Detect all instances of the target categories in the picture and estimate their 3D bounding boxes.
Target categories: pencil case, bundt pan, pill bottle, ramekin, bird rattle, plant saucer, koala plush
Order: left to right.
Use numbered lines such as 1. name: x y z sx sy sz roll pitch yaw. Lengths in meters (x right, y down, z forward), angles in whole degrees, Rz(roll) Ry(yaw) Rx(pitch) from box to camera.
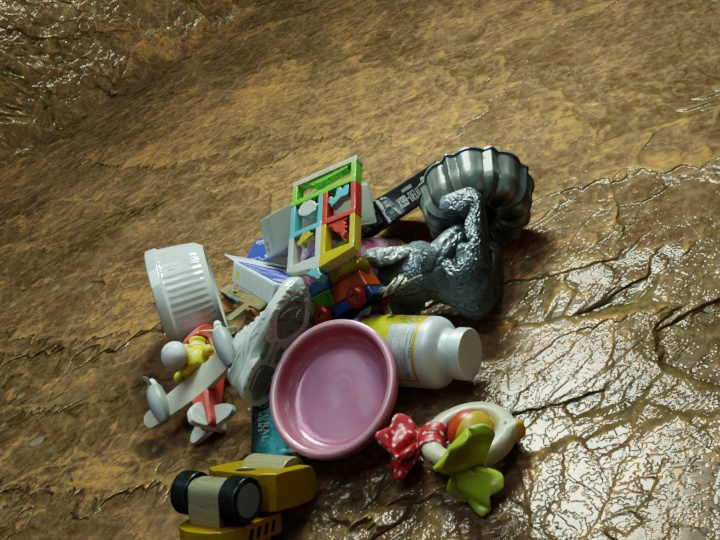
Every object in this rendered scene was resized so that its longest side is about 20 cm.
1. ramekin: -0.310 0.047 1.732 0.103 0.203 0.201 -17 30 -6
2. plant saucer: -0.033 0.172 1.361 0.197 0.051 0.204 -12 61 22
3. pencil case: -0.012 -0.016 1.608 0.197 0.089 0.087 0 16 -33
4. pill bottle: 0.077 0.119 1.411 0.197 0.105 0.105 0 39 36
5. koala plush: 0.111 0.000 1.506 0.196 0.179 0.186 -10 44 19
6. bird rattle: 0.126 0.230 1.253 0.161 0.115 0.199 -28 15 -26
7. bundt pan: 0.193 -0.103 1.577 0.198 0.203 0.077 -17 43 15

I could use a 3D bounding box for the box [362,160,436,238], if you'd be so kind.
1. box: 0.049 -0.108 1.718 0.199 0.050 0.157 -35 1 -43

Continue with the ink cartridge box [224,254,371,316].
1. ink cartridge box: -0.112 0.031 1.626 0.199 0.195 0.048 22 99 54

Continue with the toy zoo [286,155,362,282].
1. toy zoo: -0.055 -0.070 1.474 0.129 0.020 0.203 -20 52 30

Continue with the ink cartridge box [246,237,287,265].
1. ink cartridge box: -0.123 -0.039 1.858 0.196 0.045 0.095 -13 32 23

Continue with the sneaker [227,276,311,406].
1. sneaker: -0.149 0.095 1.449 0.099 0.078 0.203 21 81 45

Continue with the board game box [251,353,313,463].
1. board game box: -0.100 0.193 1.439 0.133 0.028 0.203 -16 54 17

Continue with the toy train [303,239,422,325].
1. toy train: 0.000 0.000 1.455 0.198 0.118 0.084 -31 -16 31

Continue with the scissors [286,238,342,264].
1. scissors: -0.055 -0.031 1.689 0.198 0.072 0.014 -25 59 45

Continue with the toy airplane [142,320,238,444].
1. toy airplane: -0.268 0.174 1.552 0.198 0.141 0.202 3 58 55

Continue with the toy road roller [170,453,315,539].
1. toy road roller: -0.155 0.334 1.282 0.121 0.149 0.199 -3 0 34

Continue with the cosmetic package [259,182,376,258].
1. cosmetic package: -0.075 -0.084 1.636 0.104 0.073 0.199 -8 -9 -39

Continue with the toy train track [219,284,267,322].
1. toy train track: -0.212 0.061 1.793 0.114 0.033 0.199 -38 25 -19

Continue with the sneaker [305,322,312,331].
1. sneaker: -0.130 0.123 1.563 0.074 0.100 0.201 -30 28 15
